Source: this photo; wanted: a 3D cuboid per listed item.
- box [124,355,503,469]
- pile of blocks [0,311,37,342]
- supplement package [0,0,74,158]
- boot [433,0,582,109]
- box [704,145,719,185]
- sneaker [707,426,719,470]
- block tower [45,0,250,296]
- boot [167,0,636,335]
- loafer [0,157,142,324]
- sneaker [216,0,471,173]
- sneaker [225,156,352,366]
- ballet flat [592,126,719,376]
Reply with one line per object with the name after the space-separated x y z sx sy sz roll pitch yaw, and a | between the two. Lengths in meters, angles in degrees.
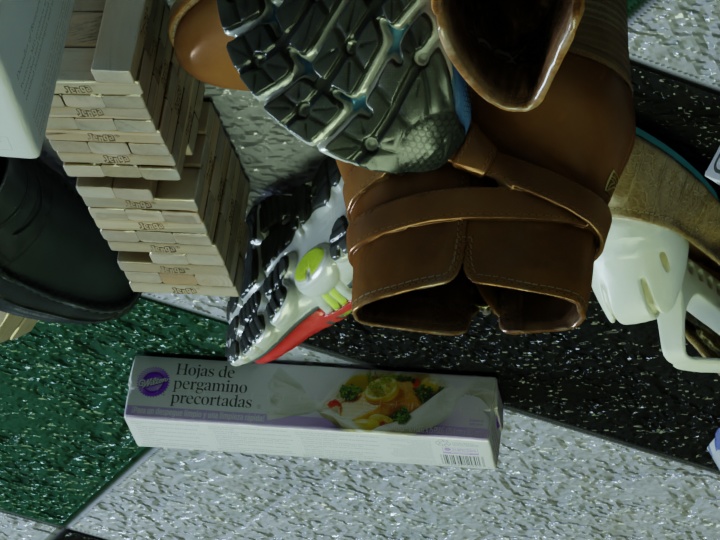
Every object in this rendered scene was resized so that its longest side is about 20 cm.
-0.024 0.075 1.488 0.199 0.039 0.041 3 152 11 | box
-0.227 -0.026 1.336 0.199 0.082 0.062 20 117 -38 | pile of blocks
-0.179 -0.143 1.000 0.121 0.120 0.200 5 154 9 | supplement package
0.063 -0.120 0.918 0.076 0.156 0.200 -5 151 10 | boot
0.250 -0.009 1.137 0.200 0.060 0.117 31 180 -27 | box
0.258 0.047 1.277 0.199 0.081 0.115 -15 145 -25 | sneaker
-0.096 -0.058 1.225 0.057 0.054 0.200 2 153 11 | block tower
0.009 -0.046 1.101 0.199 0.156 0.077 2 154 12 | boot
-0.176 -0.031 1.285 0.200 0.068 0.070 30 156 -30 | loafer
-0.006 -0.111 0.975 0.090 0.200 0.078 17 125 -46 | sneaker
0.000 0.000 1.294 0.085 0.077 0.200 15 154 -25 | sneaker
0.139 0.002 1.255 0.068 0.073 0.200 -8 149 34 | ballet flat
